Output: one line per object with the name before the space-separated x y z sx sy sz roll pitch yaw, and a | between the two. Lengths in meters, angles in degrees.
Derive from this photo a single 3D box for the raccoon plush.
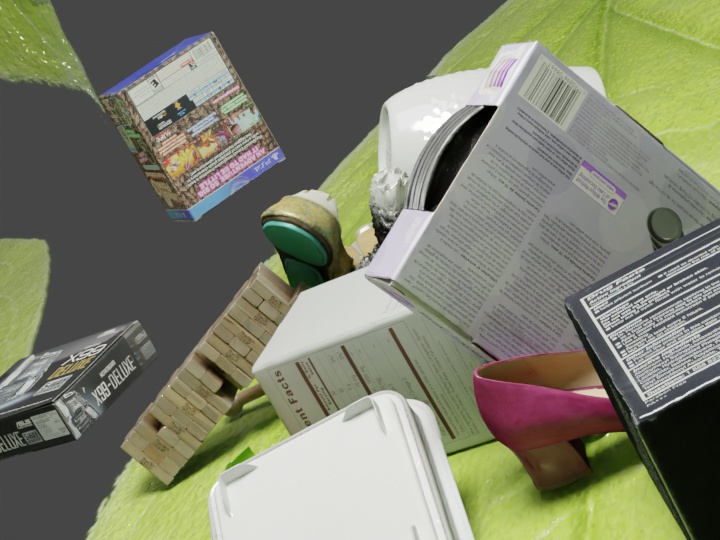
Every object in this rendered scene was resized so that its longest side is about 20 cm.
raccoon plush | 0.000 0.000 1.367 0.133 0.202 0.097 4 27 28

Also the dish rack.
dish rack | -0.020 0.163 1.071 0.171 0.044 0.201 -28 38 7

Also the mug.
mug | 0.108 -0.080 1.399 0.174 0.149 0.201 0 35 -6

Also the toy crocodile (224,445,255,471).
toy crocodile | -0.030 0.158 1.181 0.067 0.062 0.200 -37 18 -21

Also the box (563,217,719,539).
box | 0.237 0.048 0.926 0.199 0.124 0.199 -27 18 5

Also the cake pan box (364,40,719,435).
cake pan box | 0.122 -0.021 1.109 0.185 0.199 0.052 -60 23 -10

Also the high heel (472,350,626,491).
high heel | 0.170 0.057 1.054 0.199 0.096 0.068 -32 29 4

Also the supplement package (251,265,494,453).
supplement package | 0.043 0.059 1.243 0.199 0.118 0.117 -21 21 28

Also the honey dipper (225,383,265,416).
honey dipper | -0.042 0.080 1.480 0.199 0.038 0.038 -25 17 24

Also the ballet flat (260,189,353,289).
ballet flat | -0.040 -0.030 1.428 0.070 0.071 0.200 -32 -20 -7

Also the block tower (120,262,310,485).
block tower | -0.120 0.083 1.439 0.200 0.058 0.054 -49 7 13

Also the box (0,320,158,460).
box | -0.329 0.133 1.796 0.199 0.050 0.158 -18 20 38

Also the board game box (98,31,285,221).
board game box | -0.227 -0.192 2.308 0.159 0.201 0.097 -35 16 -20

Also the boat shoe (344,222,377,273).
boat shoe | 0.010 -0.005 1.527 0.071 0.077 0.199 6 -6 -34
